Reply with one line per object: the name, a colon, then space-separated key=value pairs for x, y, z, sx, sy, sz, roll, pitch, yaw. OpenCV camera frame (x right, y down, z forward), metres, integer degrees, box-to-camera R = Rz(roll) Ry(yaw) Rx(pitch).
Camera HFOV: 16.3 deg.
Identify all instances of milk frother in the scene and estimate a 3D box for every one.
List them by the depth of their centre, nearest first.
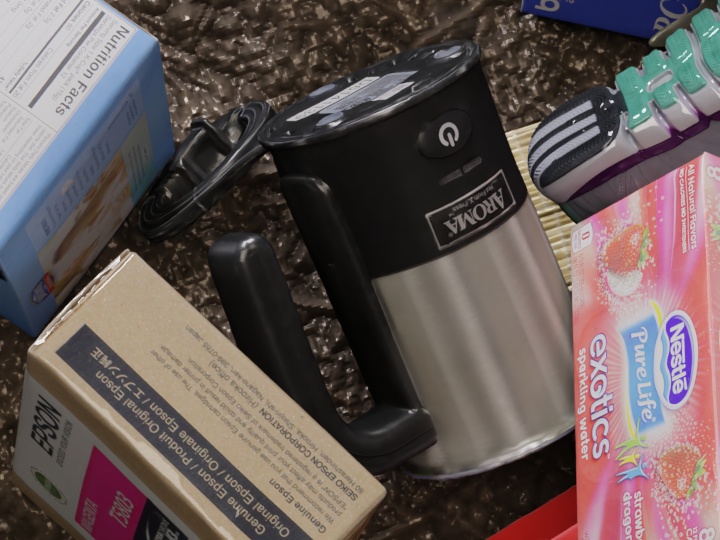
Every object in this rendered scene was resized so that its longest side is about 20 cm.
milk frother: x=0.000 y=0.000 z=1.271 sx=0.180 sy=0.200 sz=0.189 roll=-25 pitch=105 yaw=-10

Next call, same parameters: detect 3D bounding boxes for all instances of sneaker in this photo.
sneaker: x=0.184 y=-0.078 z=1.243 sx=0.200 sy=0.075 sz=0.088 roll=-29 pitch=122 yaw=19

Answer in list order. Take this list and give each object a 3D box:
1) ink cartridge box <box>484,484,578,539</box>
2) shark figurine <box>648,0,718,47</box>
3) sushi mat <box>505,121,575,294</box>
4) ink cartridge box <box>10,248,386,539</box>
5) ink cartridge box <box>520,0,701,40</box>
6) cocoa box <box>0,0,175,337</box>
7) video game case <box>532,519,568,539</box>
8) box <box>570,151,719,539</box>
ink cartridge box: x=0.096 y=0.204 z=1.207 sx=0.116 sy=0.067 sz=0.200 roll=-33 pitch=61 yaw=9
shark figurine: x=0.227 y=-0.052 z=1.287 sx=0.128 sy=0.089 sz=0.215 roll=-6 pitch=89 yaw=-5
sushi mat: x=0.176 y=-0.056 z=1.338 sx=0.199 sy=0.012 sz=0.096 roll=-18 pitch=79 yaw=-4
ink cartridge box: x=-0.084 y=0.102 z=1.200 sx=0.165 sy=0.200 sz=0.075 roll=41 pitch=68 yaw=8
ink cartridge box: x=0.144 y=-0.204 z=1.276 sx=0.094 sy=0.200 sz=0.044 roll=12 pitch=52 yaw=2
cocoa box: x=-0.182 y=-0.070 z=1.239 sx=0.131 sy=0.200 sz=0.134 roll=35 pitch=79 yaw=6
video game case: x=0.138 y=0.251 z=1.260 sx=0.182 sy=0.023 sz=0.201 roll=22 pitch=80 yaw=5
box: x=0.167 y=0.061 z=1.180 sx=0.094 sy=0.103 sz=0.201 roll=19 pitch=59 yaw=-31
